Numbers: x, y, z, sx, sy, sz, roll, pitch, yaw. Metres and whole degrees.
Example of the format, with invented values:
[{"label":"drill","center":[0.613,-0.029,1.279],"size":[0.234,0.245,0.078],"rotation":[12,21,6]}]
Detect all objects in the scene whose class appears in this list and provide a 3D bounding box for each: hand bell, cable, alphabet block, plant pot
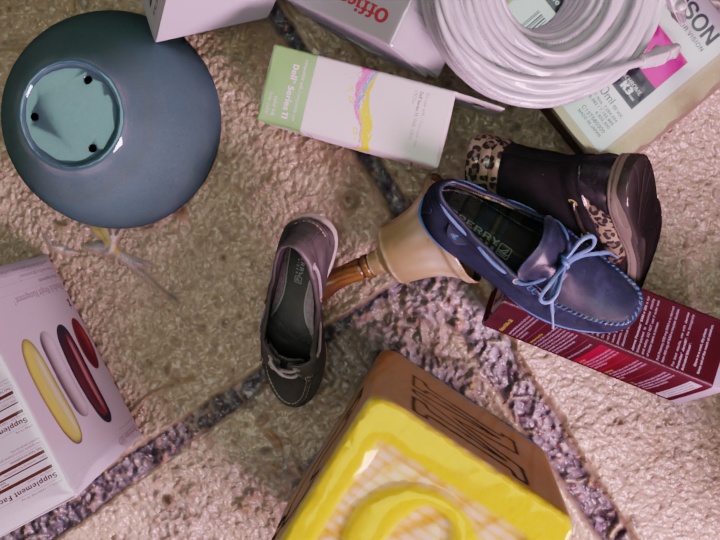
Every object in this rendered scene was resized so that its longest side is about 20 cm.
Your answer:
[{"label":"hand bell","center":[0.000,0.000,0.958],"size":[0.198,0.104,0.105],"rotation":[-24,94,18]},{"label":"cable","center":[0.142,-0.229,0.815],"size":[0.198,0.069,0.202],"rotation":[-24,110,-9]},{"label":"alphabet block","center":[0.047,0.212,0.906],"size":[0.195,0.200,0.197],"rotation":[31,97,0]},{"label":"plant pot","center":[-0.232,-0.134,0.923],"size":[0.197,0.135,0.203],"rotation":[0,96,3]}]

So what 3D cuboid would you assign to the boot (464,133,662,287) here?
[{"label":"boot","center":[0.177,-0.047,0.907],"size":[0.149,0.200,0.074],"rotation":[15,72,25]}]

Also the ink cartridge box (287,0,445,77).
[{"label":"ink cartridge box","center":[0.038,-0.287,0.886],"size":[0.145,0.083,0.202],"rotation":[32,98,33]}]

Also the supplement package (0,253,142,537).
[{"label":"supplement package","center":[-0.323,0.113,0.925],"size":[0.146,0.191,0.202],"rotation":[-27,94,7]}]

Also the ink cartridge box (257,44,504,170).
[{"label":"ink cartridge box","center":[0.019,-0.134,0.914],"size":[0.197,0.117,0.068],"rotation":[15,95,3]}]

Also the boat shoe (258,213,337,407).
[{"label":"boat shoe","center":[-0.063,0.046,0.937],"size":[0.066,0.057,0.202],"rotation":[17,120,15]}]

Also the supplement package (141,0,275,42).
[{"label":"supplement package","center":[-0.147,-0.315,0.881],"size":[0.113,0.109,0.202],"rotation":[-16,85,-19]}]

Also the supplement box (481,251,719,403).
[{"label":"supplement box","center":[0.215,0.049,0.920],"size":[0.198,0.109,0.062],"rotation":[21,77,1]}]

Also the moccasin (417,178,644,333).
[{"label":"moccasin","center":[0.135,-0.008,0.838],"size":[0.198,0.068,0.081],"rotation":[24,76,3]}]

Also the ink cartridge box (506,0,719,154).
[{"label":"ink cartridge box","center":[0.212,-0.206,0.916],"size":[0.164,0.075,0.200],"rotation":[-40,91,8]}]
